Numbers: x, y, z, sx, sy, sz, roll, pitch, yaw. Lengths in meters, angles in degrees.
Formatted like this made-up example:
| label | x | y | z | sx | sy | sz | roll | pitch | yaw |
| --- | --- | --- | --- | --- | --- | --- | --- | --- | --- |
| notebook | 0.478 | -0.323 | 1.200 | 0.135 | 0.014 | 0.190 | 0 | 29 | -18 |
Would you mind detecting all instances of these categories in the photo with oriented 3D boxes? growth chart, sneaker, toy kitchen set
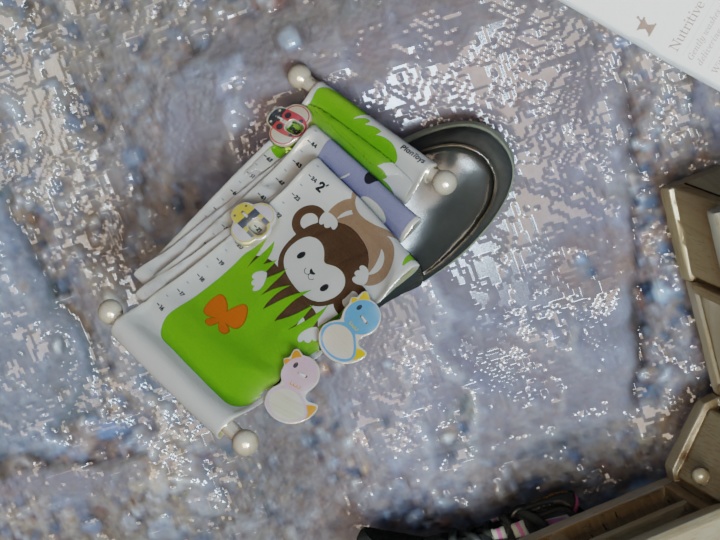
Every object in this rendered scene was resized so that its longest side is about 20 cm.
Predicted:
| label | x | y | z | sx | sy | sz | roll | pitch | yaw |
| --- | --- | --- | --- | --- | --- | --- | --- | --- | --- |
| growth chart | -0.041 | -0.006 | 1.170 | 0.144 | 0.018 | 0.200 | 31 | 72 | 27 |
| sneaker | 0.095 | 0.165 | 1.279 | 0.199 | 0.080 | 0.087 | 10 | 98 | -5 |
| toy kitchen set | 0.174 | 0.078 | 1.149 | 0.180 | 0.163 | 0.201 | -20 | 107 | -14 |
| sneaker | 0.000 | 0.000 | 1.207 | 0.200 | 0.106 | 0.075 | -37 | 101 | 17 |

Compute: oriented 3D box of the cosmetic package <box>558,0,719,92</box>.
| label | x | y | z | sx | sy | sz | roll | pitch | yaw |
| --- | --- | --- | --- | --- | --- | --- | --- | --- | --- |
| cosmetic package | 0.137 | -0.188 | 1.139 | 0.199 | 0.081 | 0.113 | 26 | 112 | -3 |
